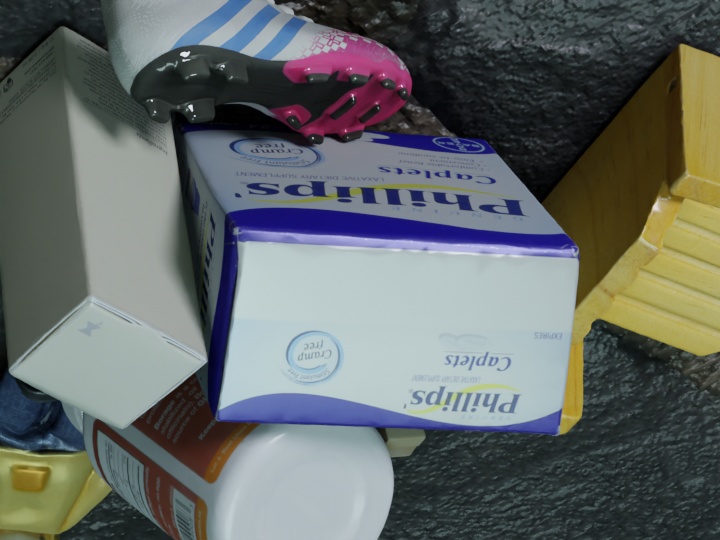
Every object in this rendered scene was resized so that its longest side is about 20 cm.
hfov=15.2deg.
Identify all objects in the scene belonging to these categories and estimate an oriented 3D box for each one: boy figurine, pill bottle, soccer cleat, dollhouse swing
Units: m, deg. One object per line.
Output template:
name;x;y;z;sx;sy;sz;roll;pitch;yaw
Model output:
boy figurine;-0.201;0.121;1.606;0.124;0.065;0.200;6;130;-21
pill bottle;-0.079;0.090;1.455;0.112;0.200;0.113;-15;118;-30
soccer cleat;-0.051;-0.120;1.400;0.200;0.087;0.070;4;144;-49
dollhouse swing;0.190;0.009;1.513;0.176;0.182;0.200;30;123;-16

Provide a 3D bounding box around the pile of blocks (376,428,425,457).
pile of blocks;-0.005;0.067;1.513;0.062;0.200;0.082;-2;110;-27

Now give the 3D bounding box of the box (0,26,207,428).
box;-0.137;-0.024;1.375;0.082;0.200;0.068;31;123;-35

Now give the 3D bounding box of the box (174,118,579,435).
box;0.000;0.000;1.416;0.183;0.200;0.105;3;109;-14
